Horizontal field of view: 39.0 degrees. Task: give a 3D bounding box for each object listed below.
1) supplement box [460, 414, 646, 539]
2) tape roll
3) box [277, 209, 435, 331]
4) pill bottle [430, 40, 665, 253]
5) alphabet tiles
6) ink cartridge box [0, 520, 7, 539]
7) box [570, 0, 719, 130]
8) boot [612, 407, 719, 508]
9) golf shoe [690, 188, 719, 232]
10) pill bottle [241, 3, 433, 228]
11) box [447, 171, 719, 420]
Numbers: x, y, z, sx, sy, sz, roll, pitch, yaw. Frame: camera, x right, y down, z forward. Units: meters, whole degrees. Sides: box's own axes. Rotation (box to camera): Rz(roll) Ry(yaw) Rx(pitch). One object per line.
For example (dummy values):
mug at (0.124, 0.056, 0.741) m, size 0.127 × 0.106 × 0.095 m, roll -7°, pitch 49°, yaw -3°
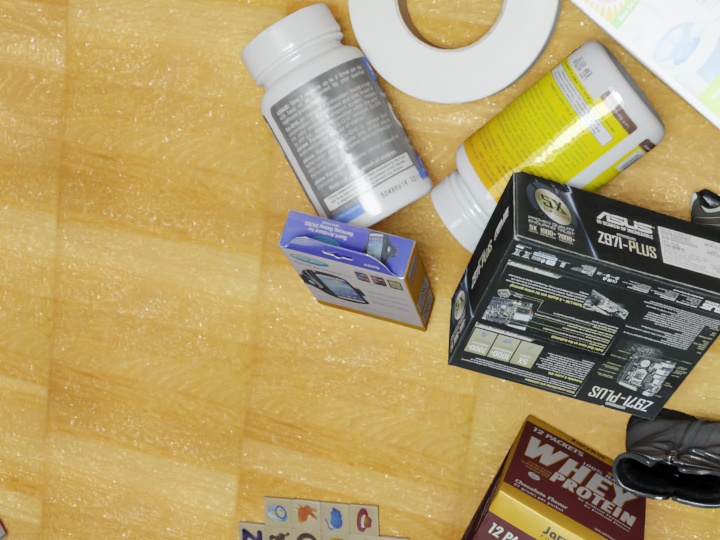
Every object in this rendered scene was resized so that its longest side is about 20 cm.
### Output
supplement box at (0.157, 0.277, 0.939) m, size 0.132 × 0.197 × 0.201 m, roll 28°, pitch 107°, yaw 10°
tape roll at (0.087, -0.256, 0.937) m, size 0.201 × 0.037 × 0.205 m, roll 4°, pitch 102°, yaw 18°
box at (0.000, 0.000, 0.937) m, size 0.118 × 0.200 × 0.042 m, roll 15°, pitch 73°, yaw 14°
pill bottle at (0.161, -0.102, 0.906) m, size 0.200 × 0.109 × 0.110 m, roll -38°, pitch 88°, yaw 21°
alphabet tiles at (-0.041, 0.332, 1.115) m, size 0.198 × 0.006 × 0.168 m, roll 1°, pitch 101°, yaw 18°
ink cartridge box at (-0.553, 0.314, 1.233) m, size 0.199 × 0.083 × 0.147 m, roll -31°, pitch 91°, yaw 20°
box at (0.274, -0.216, 0.850) m, size 0.200 × 0.101 × 0.113 m, roll 43°, pitch 110°, yaw 5°
boot at (0.328, 0.174, 0.898) m, size 0.198 × 0.132 × 0.071 m, roll -3°, pitch 100°, yaw 18°
golf shoe at (0.359, -0.056, 0.844) m, size 0.199 × 0.077 × 0.095 m, roll -23°, pitch 81°, yaw 45°
pill bottle at (-0.025, -0.138, 0.955) m, size 0.113 × 0.114 × 0.201 m, roll -28°, pitch 92°, yaw 21°
box at (0.194, 0.026, 0.873) m, size 0.198 × 0.087 × 0.165 m, roll 15°, pitch 133°, yaw -6°
